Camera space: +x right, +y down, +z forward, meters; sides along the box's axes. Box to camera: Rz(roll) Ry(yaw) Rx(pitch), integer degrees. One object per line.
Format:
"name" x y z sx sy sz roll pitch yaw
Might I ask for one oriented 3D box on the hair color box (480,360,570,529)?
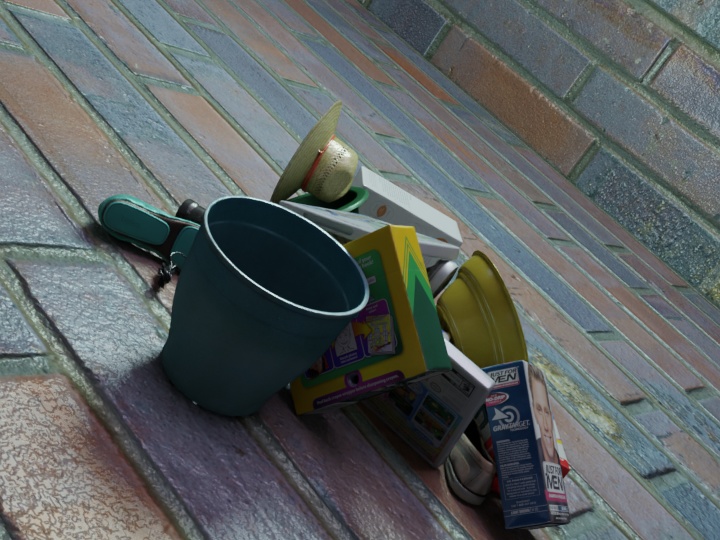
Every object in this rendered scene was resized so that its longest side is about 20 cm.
"hair color box" 0.209 0.221 1.334 0.100 0.060 0.200 27 52 -62

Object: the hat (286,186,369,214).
"hat" -0.042 -0.026 1.666 0.200 0.176 0.166 -16 20 -8

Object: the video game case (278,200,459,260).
"video game case" 0.013 -0.056 1.471 0.182 0.022 0.200 21 8 35

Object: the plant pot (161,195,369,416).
"plant pot" -0.121 0.052 1.174 0.200 0.188 0.200 26 26 -14

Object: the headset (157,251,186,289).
"headset" -0.153 0.008 1.341 0.200 0.124 0.094 6 8 -4

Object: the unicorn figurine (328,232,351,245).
"unicorn figurine" 0.000 0.000 1.499 0.200 0.138 0.074 0 34 19

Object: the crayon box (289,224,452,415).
"crayon box" -0.006 0.061 1.240 0.058 0.200 0.173 4 68 -52

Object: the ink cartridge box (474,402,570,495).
"ink cartridge box" 0.217 0.239 1.466 0.116 0.067 0.200 29 22 -14

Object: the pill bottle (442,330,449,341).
"pill bottle" 0.010 0.080 1.432 0.200 0.114 0.114 34 20 -3

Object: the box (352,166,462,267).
"box" 0.055 -0.066 1.808 0.200 0.124 0.098 30 21 -15

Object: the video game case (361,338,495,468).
"video game case" 0.055 0.129 1.313 0.200 0.182 0.024 41 48 16

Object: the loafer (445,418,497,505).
"loafer" 0.140 0.221 1.392 0.072 0.063 0.200 25 22 -22

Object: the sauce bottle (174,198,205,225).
"sauce bottle" -0.157 -0.034 1.431 0.200 0.066 0.066 29 19 12

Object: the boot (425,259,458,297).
"boot" 0.065 0.018 1.561 0.096 0.200 0.074 45 54 6

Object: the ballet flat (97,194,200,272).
"ballet flat" -0.250 -0.046 1.386 0.200 0.067 0.070 28 7 -23

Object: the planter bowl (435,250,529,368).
"planter bowl" 0.156 0.079 1.477 0.083 0.201 0.200 -18 38 -9

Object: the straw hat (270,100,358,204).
"straw hat" -0.049 -0.155 1.615 0.085 0.201 0.201 33 20 2
